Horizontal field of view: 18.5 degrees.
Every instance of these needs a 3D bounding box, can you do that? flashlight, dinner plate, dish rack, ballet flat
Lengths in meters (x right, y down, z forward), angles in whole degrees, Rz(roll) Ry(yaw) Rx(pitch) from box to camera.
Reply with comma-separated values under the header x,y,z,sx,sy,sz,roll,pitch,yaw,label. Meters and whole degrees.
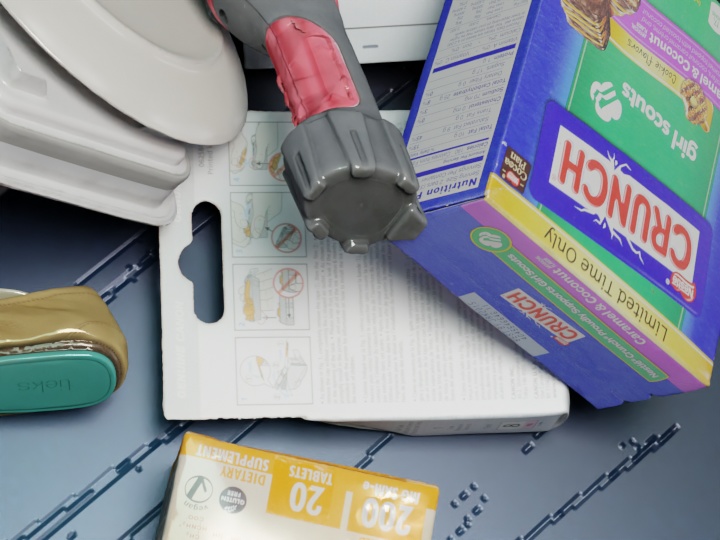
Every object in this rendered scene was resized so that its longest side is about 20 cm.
x,y,z,sx,sy,sz,roll,pitch,yaw,label
-0.029,-0.094,1.021,0.067,0.068,0.201,-18,45,-1,flashlight
-0.121,-0.144,1.055,0.024,0.200,0.200,-41,83,23,dinner plate
-0.158,-0.120,1.032,0.044,0.171,0.201,-41,60,23,dish rack
-0.211,0.042,1.044,0.199,0.069,0.063,-4,45,-15,ballet flat

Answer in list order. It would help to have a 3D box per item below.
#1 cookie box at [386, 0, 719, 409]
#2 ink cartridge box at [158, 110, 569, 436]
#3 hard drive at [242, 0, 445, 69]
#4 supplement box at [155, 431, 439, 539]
x,y,z,sx,sy,sz,roll,pitch,yaw,label
0.111,-0.063,1.071,0.171,0.075,0.201,38,55,-32,cookie box
0.000,0.000,1.105,0.199,0.057,0.164,-2,73,-3,ink cartridge box
0.000,-0.205,1.108,0.131,0.027,0.201,-3,106,0,hard drive
-0.044,0.188,1.016,0.125,0.074,0.201,12,71,-7,supplement box
